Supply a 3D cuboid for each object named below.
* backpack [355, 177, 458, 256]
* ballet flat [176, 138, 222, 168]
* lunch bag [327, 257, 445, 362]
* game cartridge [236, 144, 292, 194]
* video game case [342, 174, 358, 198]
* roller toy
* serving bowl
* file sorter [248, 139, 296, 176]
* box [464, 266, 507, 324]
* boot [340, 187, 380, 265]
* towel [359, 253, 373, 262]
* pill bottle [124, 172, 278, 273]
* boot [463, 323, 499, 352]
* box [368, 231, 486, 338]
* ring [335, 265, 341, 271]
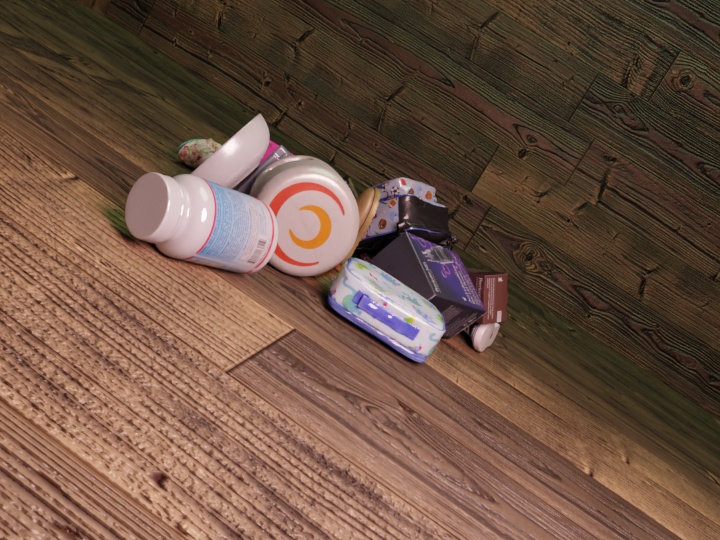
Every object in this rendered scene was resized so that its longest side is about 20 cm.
[{"bbox_3d":[0.070,-0.099,1.446,0.198,0.188,0.157,15,62,-49],"label":"backpack"},{"bbox_3d":[-0.322,-0.242,1.525,0.064,0.076,0.200,49,16,6],"label":"ballet flat"},{"bbox_3d":[0.041,0.063,1.164,0.198,0.083,0.161,32,10,-5],"label":"lunch bag"},{"bbox_3d":[-0.123,-0.111,1.280,0.200,0.132,0.042,46,17,-23],"label":"game cartridge"},{"bbox_3d":[-0.004,-0.138,1.789,0.181,0.025,0.203,-81,149,-78],"label":"video game case"},{"bbox_3d":[-0.097,-0.094,1.194,0.198,0.184,0.140,28,10,-20],"label":"roller toy"},{"bbox_3d":[-0.230,-0.185,1.238,0.066,0.199,0.200,49,7,-13],"label":"serving bowl"},{"bbox_3d":[-0.138,-0.146,1.429,0.198,0.140,0.126,30,12,-10],"label":"file sorter"},{"bbox_3d":[0.216,0.047,1.492,0.074,0.102,0.198,-4,8,-36],"label":"box"},{"bbox_3d":[-0.080,-0.115,1.335,0.197,0.177,0.066,26,12,-17],"label":"boot"},{"bbox_3d":[0.090,0.033,1.493,0.145,0.030,0.200,27,16,-39],"label":"towel"},{"bbox_3d":[-0.208,-0.064,0.941,0.108,0.110,0.199,38,12,32],"label":"pill bottle"},{"bbox_3d":[0.243,0.125,1.539,0.089,0.074,0.200,26,1,18],"label":"boot"},{"bbox_3d":[0.131,0.033,1.363,0.198,0.104,0.150,17,42,-51],"label":"box"},{"bbox_3d":[0.000,0.000,1.499,0.198,0.019,0.201,31,12,-7],"label":"ring"}]
